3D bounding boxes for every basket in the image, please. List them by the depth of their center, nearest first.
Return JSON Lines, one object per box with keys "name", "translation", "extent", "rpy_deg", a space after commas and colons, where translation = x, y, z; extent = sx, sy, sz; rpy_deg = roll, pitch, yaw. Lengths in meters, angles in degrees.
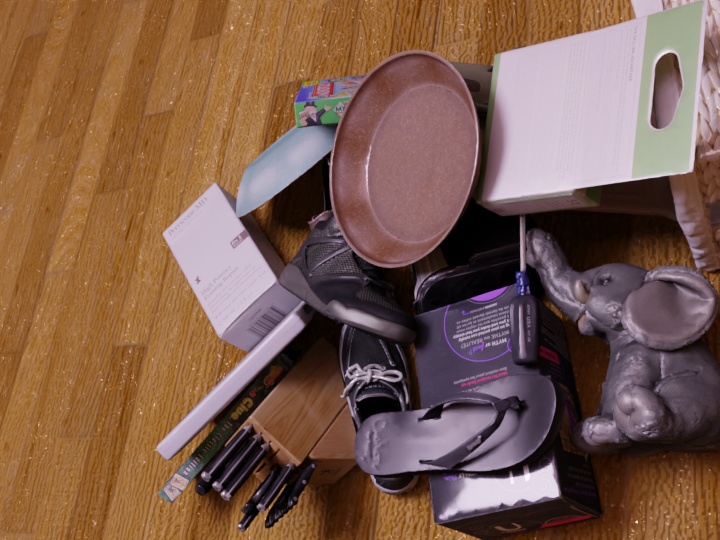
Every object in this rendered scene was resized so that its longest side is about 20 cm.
{"name": "basket", "translation": [0.340, -0.137, 0.778], "extent": [0.160, 0.198, 0.200], "rpy_deg": [-14, 59, 22]}

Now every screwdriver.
{"name": "screwdriver", "translation": [0.140, -0.014, 0.796], "extent": [0.029, 0.028, 0.201], "rpy_deg": [-10, 70, 21]}

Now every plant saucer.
{"name": "plant saucer", "translation": [0.046, -0.102, 0.840], "extent": [0.200, 0.037, 0.201], "rpy_deg": [-6, 82, 50]}
{"name": "plant saucer", "translation": [-0.082, -0.141, 1.077], "extent": [0.201, 0.039, 0.201], "rpy_deg": [-36, 14, 11]}

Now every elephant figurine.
{"name": "elephant figurine", "translation": [0.242, 0.053, 0.776], "extent": [0.141, 0.155, 0.201], "rpy_deg": [-26, 57, 51]}

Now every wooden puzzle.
{"name": "wooden puzzle", "translation": [0.203, -0.122, 0.885], "extent": [0.199, 0.037, 0.185], "rpy_deg": [6, 50, 0]}

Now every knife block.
{"name": "knife block", "translation": [-0.094, 0.160, 0.914], "extent": [0.064, 0.175, 0.200], "rpy_deg": [-48, 45, 39]}

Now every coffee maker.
{"name": "coffee maker", "translation": [0.121, -0.066, 0.920], "extent": [0.192, 0.135, 0.200], "rpy_deg": [-30, 54, 16]}

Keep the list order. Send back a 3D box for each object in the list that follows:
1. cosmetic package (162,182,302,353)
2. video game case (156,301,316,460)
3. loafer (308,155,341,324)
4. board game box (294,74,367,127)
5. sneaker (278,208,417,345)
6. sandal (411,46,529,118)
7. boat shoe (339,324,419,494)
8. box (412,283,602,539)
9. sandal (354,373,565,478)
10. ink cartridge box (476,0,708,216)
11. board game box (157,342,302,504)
{"name": "cosmetic package", "translation": [-0.158, -0.006, 1.110], "extent": [0.102, 0.074, 0.200], "rpy_deg": [-43, 52, 6]}
{"name": "video game case", "translation": [-0.124, 0.109, 0.981], "extent": [0.200, 0.182, 0.022], "rpy_deg": [-44, 92, 6]}
{"name": "loafer", "translation": [-0.029, -0.040, 1.017], "extent": [0.073, 0.071, 0.201], "rpy_deg": [160, 117, -67]}
{"name": "board game box", "translation": [-0.003, -0.198, 1.027], "extent": [0.134, 0.029, 0.200], "rpy_deg": [-6, 18, 1]}
{"name": "sneaker", "translation": [0.000, 0.000, 0.897], "extent": [0.199, 0.076, 0.114], "rpy_deg": [31, 94, 54]}
{"name": "sandal", "translation": [0.150, -0.182, 0.868], "extent": [0.200, 0.057, 0.080], "rpy_deg": [2, 50, -4]}
{"name": "boat shoe", "translation": [0.015, 0.125, 0.921], "extent": [0.073, 0.068, 0.200], "rpy_deg": [-9, 61, 5]}
{"name": "box", "translation": [0.131, 0.132, 0.830], "extent": [0.122, 0.106, 0.200], "rpy_deg": [-20, 58, 26]}
{"name": "sandal", "translation": [0.078, 0.138, 0.766], "extent": [0.200, 0.043, 0.076], "rpy_deg": [-21, 58, 26]}
{"name": "ink cartridge box", "translation": [0.192, -0.127, 0.743], "extent": [0.200, 0.048, 0.146], "rpy_deg": [-3, 72, 44]}
{"name": "board game box", "translation": [-0.141, 0.164, 0.997], "extent": [0.023, 0.105, 0.200], "rpy_deg": [41, 95, 2]}
